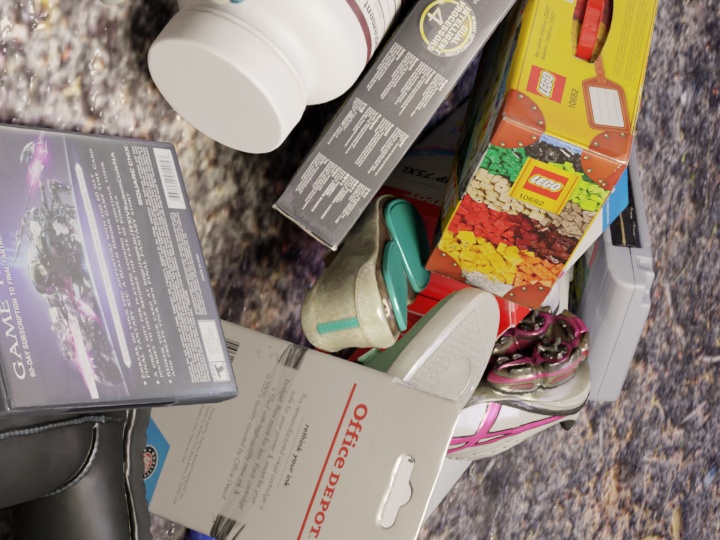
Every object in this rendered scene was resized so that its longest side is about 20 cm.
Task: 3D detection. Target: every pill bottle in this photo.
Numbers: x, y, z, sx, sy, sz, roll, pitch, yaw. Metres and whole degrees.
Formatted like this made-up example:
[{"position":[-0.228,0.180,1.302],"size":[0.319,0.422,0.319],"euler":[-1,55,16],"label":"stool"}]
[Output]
[{"position":[-0.027,-0.165,1.148],"size":[0.201,0.112,0.113],"euler":[-56,146,-26],"label":"pill bottle"}]

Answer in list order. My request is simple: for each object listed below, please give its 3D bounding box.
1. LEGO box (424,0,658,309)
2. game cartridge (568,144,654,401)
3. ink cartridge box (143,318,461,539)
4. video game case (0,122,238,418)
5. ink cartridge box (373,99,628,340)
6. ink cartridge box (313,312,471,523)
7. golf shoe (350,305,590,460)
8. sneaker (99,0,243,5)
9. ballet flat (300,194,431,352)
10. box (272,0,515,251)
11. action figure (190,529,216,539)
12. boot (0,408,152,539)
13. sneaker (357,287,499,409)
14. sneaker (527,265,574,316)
[{"position":[0.113,-0.103,1.278],"size":[0.149,0.077,0.201],"euler":[116,-7,-50],"label":"LEGO box"},{"position":[0.168,-0.013,1.513],"size":[0.201,0.041,0.134],"euler":[-91,-174,-46],"label":"game cartridge"},{"position":[-0.034,0.104,1.182],"size":[0.068,0.199,0.117],"euler":[30,79,-59],"label":"ink cartridge box"},{"position":[-0.136,-0.001,1.063],"size":[0.200,0.019,0.144],"euler":[1,71,-61],"label":"video game case"},{"position":[0.078,-0.034,1.386],"size":[0.200,0.116,0.068],"euler":[-43,140,-42],"label":"ink cartridge box"},{"position":[0.009,0.110,1.416],"size":[0.200,0.043,0.174],"euler":[-47,143,-38],"label":"ink cartridge box"},{"position":[0.054,0.094,1.349],"size":[0.199,0.073,0.093],"euler":[-14,129,-10],"label":"golf shoe"},{"position":[-0.055,-0.180,1.063],"size":[0.199,0.075,0.087],"euler":[-18,98,-21],"label":"sneaker"},{"position":[0.000,0.000,1.239],"size":[0.200,0.062,0.068],"euler":[-57,130,-76],"label":"ballet flat"},{"position":[0.029,-0.113,1.205],"size":[0.201,0.049,0.161],"euler":[-54,-179,8],"label":"box"},{"position":[-0.110,0.198,1.258],"size":[0.200,0.051,0.066],"euler":[-41,142,-40],"label":"action figure"},{"position":[-0.174,0.108,1.077],"size":[0.162,0.073,0.200],"euler":[-1,98,-61],"label":"boot"},{"position":[-0.014,0.068,1.267],"size":[0.201,0.118,0.074],"euler":[-49,144,-5],"label":"sneaker"},{"position":[0.112,0.019,1.476],"size":[0.200,0.075,0.116],"euler":[-69,157,-58],"label":"sneaker"}]
